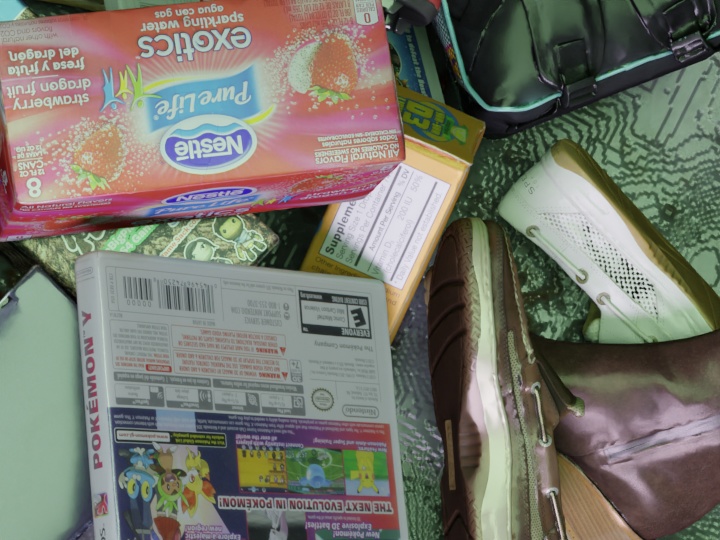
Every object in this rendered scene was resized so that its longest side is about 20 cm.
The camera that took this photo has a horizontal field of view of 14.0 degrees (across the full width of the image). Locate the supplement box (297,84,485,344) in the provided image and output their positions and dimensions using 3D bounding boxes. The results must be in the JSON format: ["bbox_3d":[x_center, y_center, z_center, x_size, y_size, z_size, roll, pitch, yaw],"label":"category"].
[{"bbox_3d":[0.000,0.000,1.608,0.069,0.067,0.200,26,116,-2],"label":"supplement box"}]

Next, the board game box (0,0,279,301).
[{"bbox_3d":[-0.154,-0.042,1.593,0.200,0.159,0.097,42,82,-2],"label":"board game box"}]

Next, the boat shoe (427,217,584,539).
[{"bbox_3d":[0.082,0.071,1.590,0.075,0.075,0.203,-3,94,-17],"label":"boat shoe"}]

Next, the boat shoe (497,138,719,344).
[{"bbox_3d":[0.156,0.017,1.680,0.069,0.071,0.200,-40,99,14],"label":"boat shoe"}]

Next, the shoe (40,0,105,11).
[{"bbox_3d":[-0.172,-0.187,1.662,0.200,0.053,0.070,23,115,-1],"label":"shoe"}]

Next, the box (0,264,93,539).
[{"bbox_3d":[-0.203,0.110,1.554,0.117,0.200,0.197,45,82,-2],"label":"box"}]

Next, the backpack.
[{"bbox_3d":[0.104,-0.190,1.642,0.176,0.153,0.200,-22,90,-3],"label":"backpack"}]

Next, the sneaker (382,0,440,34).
[{"bbox_3d":[-0.037,-0.206,1.568,0.200,0.071,0.098,23,83,7],"label":"sneaker"}]

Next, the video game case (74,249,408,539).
[{"bbox_3d":[-0.056,0.087,1.484,0.200,0.023,0.183,7,73,-44],"label":"video game case"}]

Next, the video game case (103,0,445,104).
[{"bbox_3d":[-0.051,-0.144,1.617,0.200,0.018,0.143,7,54,-31],"label":"video game case"}]

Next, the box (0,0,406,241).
[{"bbox_3d":[-0.088,-0.078,1.475,0.200,0.100,0.096,-7,81,-14],"label":"box"}]

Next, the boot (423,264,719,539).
[{"bbox_3d":[0.143,0.057,1.642,0.166,0.072,0.200,-25,103,17],"label":"boot"}]
